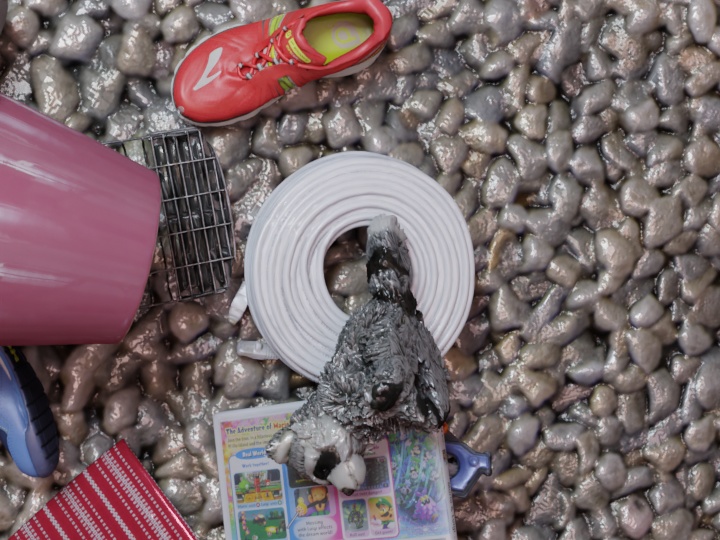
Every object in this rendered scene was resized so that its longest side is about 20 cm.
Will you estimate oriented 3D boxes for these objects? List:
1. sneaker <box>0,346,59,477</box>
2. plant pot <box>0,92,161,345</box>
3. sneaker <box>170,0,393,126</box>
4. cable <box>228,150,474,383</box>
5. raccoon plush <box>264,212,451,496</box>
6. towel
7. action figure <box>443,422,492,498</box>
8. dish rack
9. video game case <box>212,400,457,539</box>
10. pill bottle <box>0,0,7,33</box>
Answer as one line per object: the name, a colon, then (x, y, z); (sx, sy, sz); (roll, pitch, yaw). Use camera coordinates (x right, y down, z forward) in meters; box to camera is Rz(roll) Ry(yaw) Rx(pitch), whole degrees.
sneaker: (-0.311, 0.085, 0.815); (0.082, 0.074, 0.202); (-33, 90, -8)
plant pot: (-0.242, -0.030, 0.717); (0.176, 0.199, 0.204); (13, 91, -23)
sneaker: (-0.065, -0.181, 0.839); (0.197, 0.085, 0.078); (-25, 96, -9)
cable: (0.000, 0.000, 0.865); (0.196, 0.069, 0.204); (16, 89, -8)
raccoon plush: (-0.007, 0.072, 0.806); (0.132, 0.203, 0.097); (-23, 137, 26)
towel: (-0.229, 0.258, 0.839); (0.199, 0.023, 0.145); (-42, 73, -6)
action figure: (0.014, 0.188, 0.888); (0.197, 0.105, 0.197); (14, 83, 19)
dish rack: (-0.204, -0.035, 0.838); (0.196, 0.055, 0.157); (-11, 96, -12)
video game case: (-0.021, 0.197, 0.836); (0.196, 0.024, 0.186); (-10, 83, 18)
pill bottle: (-0.378, -0.210, 0.765); (0.198, 0.112, 0.114); (29, 88, -11)
